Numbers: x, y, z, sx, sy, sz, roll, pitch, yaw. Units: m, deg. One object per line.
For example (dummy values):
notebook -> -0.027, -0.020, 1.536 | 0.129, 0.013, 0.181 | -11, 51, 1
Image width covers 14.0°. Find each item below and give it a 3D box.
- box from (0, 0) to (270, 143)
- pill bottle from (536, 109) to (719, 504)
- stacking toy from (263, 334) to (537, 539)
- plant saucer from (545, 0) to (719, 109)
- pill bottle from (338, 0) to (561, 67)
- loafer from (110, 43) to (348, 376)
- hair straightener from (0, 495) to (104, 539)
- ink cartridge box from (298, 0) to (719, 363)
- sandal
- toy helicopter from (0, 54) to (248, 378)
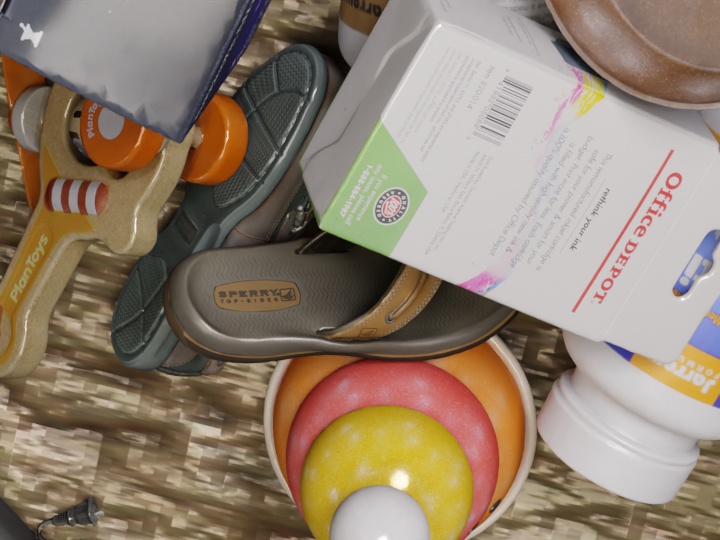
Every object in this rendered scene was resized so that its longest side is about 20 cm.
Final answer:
box -> -0.084, -0.167, 1.390 | 0.104, 0.200, 0.149 | 27, 110, -2
pill bottle -> 0.169, 0.013, 1.469 | 0.112, 0.112, 0.201 | 27, 109, -3
stacking toy -> 0.011, 0.108, 1.472 | 0.145, 0.200, 0.147 | 2, 109, 6
plant saucer -> 0.162, -0.171, 1.305 | 0.199, 0.034, 0.202 | -1, 89, 42
pill bottle -> 0.047, -0.139, 1.431 | 0.113, 0.114, 0.201 | 6, 109, 5
loafer -> -0.057, -0.028, 1.515 | 0.063, 0.072, 0.200 | 18, 118, -34
hair straightener -> -0.162, 0.163, 1.594 | 0.200, 0.041, 0.077 | 43, 108, -8
ink cartridge box -> 0.086, -0.046, 1.382 | 0.199, 0.067, 0.118 | 23, 112, -22
sandal -> 0.000, 0.000, 1.468 | 0.199, 0.082, 0.055 | -2, 146, -19
toy helicopter -> -0.154, -0.037, 1.499 | 0.132, 0.079, 0.201 | 41, 111, 34
